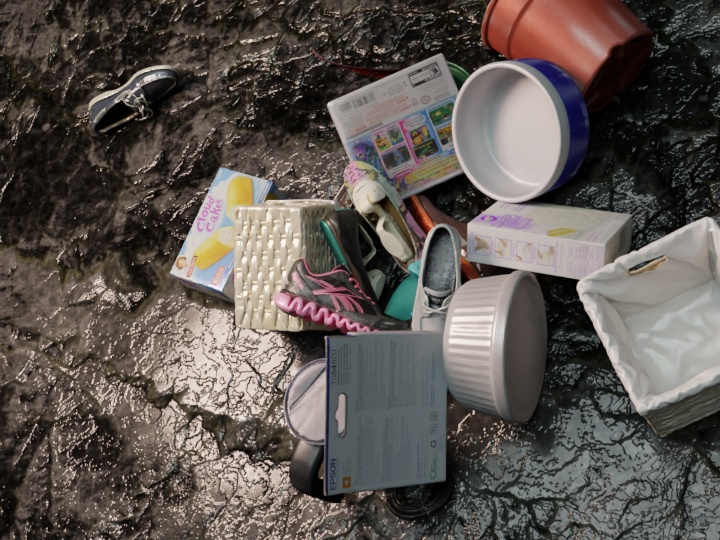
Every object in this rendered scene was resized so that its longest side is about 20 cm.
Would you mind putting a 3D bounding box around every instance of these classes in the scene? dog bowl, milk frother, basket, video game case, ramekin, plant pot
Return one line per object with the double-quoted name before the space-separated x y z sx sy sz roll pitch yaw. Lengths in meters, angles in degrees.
"dog bowl" 0.231 -0.205 1.522 0.199 0.078 0.203 19 117 41
"milk frother" 0.016 0.235 1.427 0.197 0.188 0.183 0 69 23
"basket" 0.413 0.077 1.340 0.196 0.161 0.202 -27 61 10
"video game case" 0.073 -0.212 1.614 0.198 0.024 0.184 -24 92 -5
"ramekin" 0.181 0.100 1.409 0.093 0.202 0.205 2 69 26
"plant pot" 0.317 -0.352 1.558 0.200 0.201 0.196 -42 67 1
"basket" -0.110 -0.005 1.582 0.134 0.123 0.203 1 95 24

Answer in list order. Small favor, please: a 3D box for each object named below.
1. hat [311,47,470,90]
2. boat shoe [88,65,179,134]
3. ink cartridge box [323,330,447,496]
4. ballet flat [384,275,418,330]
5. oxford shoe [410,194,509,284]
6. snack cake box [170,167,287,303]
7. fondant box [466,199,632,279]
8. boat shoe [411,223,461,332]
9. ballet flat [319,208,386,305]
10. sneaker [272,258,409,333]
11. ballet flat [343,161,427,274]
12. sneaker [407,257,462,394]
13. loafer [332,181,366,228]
"hat" 0.067 -0.292 1.636 0.198 0.176 0.167 -28 60 10
"boat shoe" -0.415 -0.312 1.913 0.198 0.075 0.063 -20 60 16
"ink cartridge box" 0.026 0.179 1.340 0.040 0.198 0.203 0 89 54
"ballet flat" 0.060 0.093 1.539 0.068 0.063 0.201 2 49 35
"oxford shoe" 0.145 -0.045 1.571 0.072 0.071 0.201 -31 65 -12
"snack cake box" -0.216 -0.058 1.723 0.114 0.067 0.202 17 75 27
"fondant box" 0.266 -0.046 1.467 0.198 0.144 0.059 9 112 27
"boat shoe" 0.104 0.034 1.433 0.069 0.071 0.204 3 84 11
"ballet flat" 0.000 0.000 1.559 0.068 0.202 0.068 -25 25 -19
"sneaker" -0.020 0.040 1.473 0.197 0.079 0.097 19 78 4
"ballet flat" 0.036 -0.078 1.555 0.069 0.071 0.201 -39 85 30
"sneaker" 0.111 0.079 1.497 0.078 0.078 0.203 -6 78 -3
"loafer" -0.010 -0.091 1.654 0.200 0.073 0.071 -47 69 5
